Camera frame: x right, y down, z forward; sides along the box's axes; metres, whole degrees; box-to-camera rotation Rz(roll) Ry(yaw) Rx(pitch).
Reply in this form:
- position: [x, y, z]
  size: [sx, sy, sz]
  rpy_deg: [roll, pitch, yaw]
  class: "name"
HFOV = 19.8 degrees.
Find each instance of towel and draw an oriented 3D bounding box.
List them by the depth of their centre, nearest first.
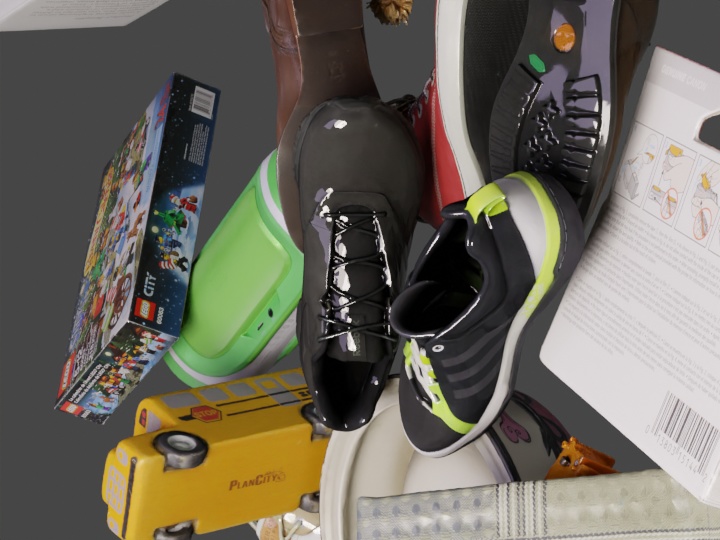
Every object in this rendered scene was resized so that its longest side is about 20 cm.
- position: [0.095, 0.198, 1.000]
  size: [0.198, 0.035, 0.195]
  rpy_deg: [-6, 78, 17]
  class: "towel"

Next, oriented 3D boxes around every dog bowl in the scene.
- position: [0.062, 0.154, 1.196]
  size: [0.199, 0.073, 0.202]
  rpy_deg: [15, 109, 51]
  class: "dog bowl"

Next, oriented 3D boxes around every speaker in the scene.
- position: [-0.058, -0.002, 1.317]
  size: [0.200, 0.088, 0.089]
  rpy_deg: [-50, 58, 45]
  class: "speaker"

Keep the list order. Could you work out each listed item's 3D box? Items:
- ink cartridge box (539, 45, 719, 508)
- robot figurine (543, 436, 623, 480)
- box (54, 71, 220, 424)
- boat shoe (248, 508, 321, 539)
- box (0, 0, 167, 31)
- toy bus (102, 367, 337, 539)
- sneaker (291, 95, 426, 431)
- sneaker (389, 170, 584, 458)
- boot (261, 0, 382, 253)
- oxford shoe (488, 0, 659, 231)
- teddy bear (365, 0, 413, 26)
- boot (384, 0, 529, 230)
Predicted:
- position: [0.168, -0.001, 0.991]
  size: [0.178, 0.044, 0.200]
  rpy_deg: [-69, 22, 10]
  class: "ink cartridge box"
- position: [0.105, 0.194, 1.073]
  size: [0.201, 0.144, 0.058]
  rpy_deg: [-63, 16, 14]
  class: "robot figurine"
- position: [-0.150, -0.015, 1.394]
  size: [0.137, 0.037, 0.201]
  rpy_deg: [-45, 31, 49]
  class: "box"
- position: [-0.036, 0.163, 1.333]
  size: [0.200, 0.068, 0.075]
  rpy_deg: [43, 129, 40]
  class: "boat shoe"
- position: [-0.153, -0.244, 1.243]
  size: [0.199, 0.106, 0.154]
  rpy_deg: [-16, 82, 54]
  class: "box"
- position: [-0.069, 0.108, 1.256]
  size: [0.078, 0.199, 0.066]
  rpy_deg: [36, 124, 43]
  class: "toy bus"
- position: [0.000, 0.000, 1.118]
  size: [0.091, 0.075, 0.201]
  rpy_deg: [-93, 1, -54]
  class: "sneaker"
- position: [0.042, 0.022, 1.065]
  size: [0.072, 0.082, 0.201]
  rpy_deg: [55, 140, 33]
  class: "sneaker"
- position: [-0.031, -0.118, 1.230]
  size: [0.200, 0.064, 0.188]
  rpy_deg: [-125, 36, -72]
  class: "boot"
- position: [0.119, -0.103, 1.060]
  size: [0.072, 0.084, 0.202]
  rpy_deg: [23, 112, 34]
  class: "oxford shoe"
- position: [0.050, -0.216, 1.143]
  size: [0.199, 0.066, 0.147]
  rpy_deg: [-4, 91, 53]
  class: "teddy bear"
- position: [0.044, -0.100, 1.143]
  size: [0.144, 0.072, 0.201]
  rpy_deg: [35, 143, 47]
  class: "boot"
